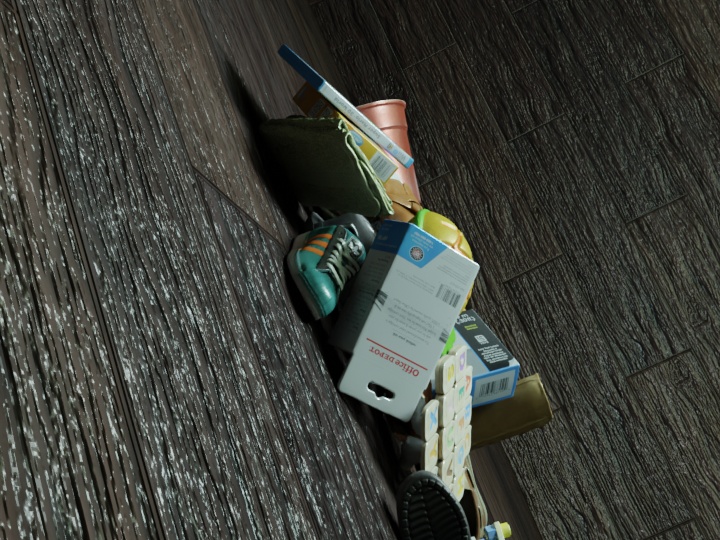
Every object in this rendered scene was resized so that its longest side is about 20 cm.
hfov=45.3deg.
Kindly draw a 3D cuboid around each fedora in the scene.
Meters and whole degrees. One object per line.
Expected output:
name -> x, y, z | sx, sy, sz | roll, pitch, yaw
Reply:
fedora -> 0.000, 0.000, 1.179 | 0.202, 0.089, 0.177 | 67, 8, 17

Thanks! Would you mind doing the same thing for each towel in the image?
towel -> -0.050, -0.136, 1.131 | 0.199, 0.037, 0.149 | 16, -36, 50

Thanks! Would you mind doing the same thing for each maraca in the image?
maraca -> 0.097, 0.021, 1.119 | 0.137, 0.105, 0.203 | -2, 84, -68

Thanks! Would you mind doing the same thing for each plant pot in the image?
plant pot -> 0.021, -0.201, 1.678 | 0.201, 0.198, 0.198 | 7, 67, -81

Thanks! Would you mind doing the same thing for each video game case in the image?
video game case -> -0.020, -0.227, 1.200 | 0.199, 0.018, 0.143 | 34, 11, -42

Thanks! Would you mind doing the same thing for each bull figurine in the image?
bull figurine -> 0.055, 0.148, 1.104 | 0.121, 0.064, 0.203 | 174, -92, -79

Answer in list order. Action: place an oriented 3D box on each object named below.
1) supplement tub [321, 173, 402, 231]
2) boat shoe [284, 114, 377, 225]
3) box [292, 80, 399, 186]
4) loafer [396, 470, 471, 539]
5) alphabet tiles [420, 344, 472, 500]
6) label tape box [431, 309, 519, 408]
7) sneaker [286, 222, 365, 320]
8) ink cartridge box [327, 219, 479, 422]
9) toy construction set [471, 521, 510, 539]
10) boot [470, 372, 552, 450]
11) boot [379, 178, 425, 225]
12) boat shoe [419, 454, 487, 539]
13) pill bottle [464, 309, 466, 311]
supplement tub -> 0.022, -0.070, 1.375 | 0.202, 0.139, 0.140 | 65, 7, -2
boat shoe -> -0.042, -0.140, 1.242 | 0.202, 0.075, 0.075 | 44, -27, -16
box -> -0.027, -0.200, 1.220 | 0.119, 0.042, 0.200 | 37, 12, -31
loafer -> 0.087, 0.303, 0.948 | 0.071, 0.072, 0.202 | -128, -165, -74
alphabet tiles -> 0.110, 0.199, 1.059 | 0.195, 0.014, 0.203 | -22, 113, -66
label tape box -> 0.114, 0.112, 1.238 | 0.201, 0.141, 0.067 | -125, -149, -46
sneaker -> -0.035, -0.012, 1.004 | 0.072, 0.079, 0.200 | 62, 8, -21
ink cartridge box -> 0.042, 0.057, 0.997 | 0.115, 0.202, 0.066 | 29, -7, -29
toy construction set -> 0.176, 0.422, 1.044 | 0.201, 0.091, 0.133 | -92, -179, -54
boot -> 0.191, 0.247, 1.281 | 0.176, 0.198, 0.067 | 63, 7, -48
boot -> 0.094, -0.051, 1.290 | 0.200, 0.073, 0.156 | 34, 29, -54
boat shoe -> 0.124, 0.289, 1.197 | 0.202, 0.075, 0.072 | 63, 10, -4
pill bottle -> 0.088, 0.043, 1.490 | 0.201, 0.112, 0.112 | 50, 3, 17
